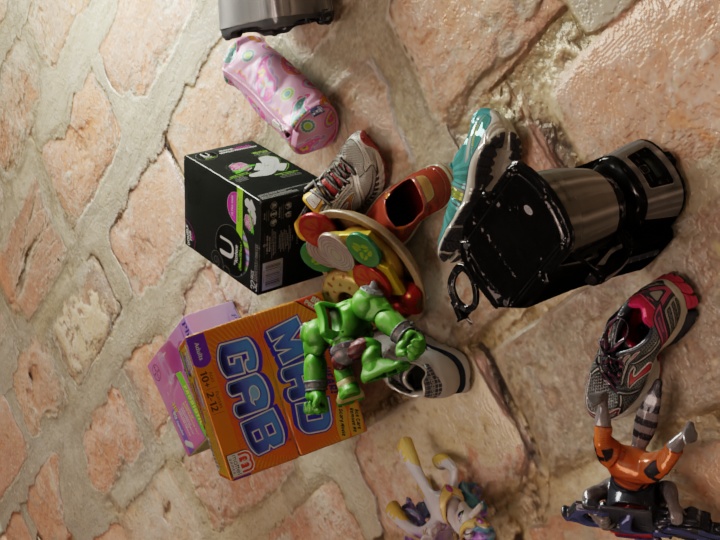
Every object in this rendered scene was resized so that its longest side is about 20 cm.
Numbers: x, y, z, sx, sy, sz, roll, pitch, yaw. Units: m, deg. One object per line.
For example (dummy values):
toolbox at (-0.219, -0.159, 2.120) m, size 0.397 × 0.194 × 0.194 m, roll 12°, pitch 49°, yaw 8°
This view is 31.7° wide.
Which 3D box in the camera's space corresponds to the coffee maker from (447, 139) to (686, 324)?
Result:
coffee maker at (0.208, -0.044, 1.298) m, size 0.191 × 0.198 × 0.136 m, roll -23°, pitch 83°, yaw 51°

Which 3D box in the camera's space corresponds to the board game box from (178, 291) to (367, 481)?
board game box at (-0.129, 0.164, 1.780) m, size 0.200 × 0.198 × 0.202 m, roll 148°, pitch 104°, yaw -78°

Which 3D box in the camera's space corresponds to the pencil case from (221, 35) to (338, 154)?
pencil case at (-0.113, -0.242, 1.746) m, size 0.200 × 0.087 × 0.088 m, roll 48°, pitch 137°, yaw 32°

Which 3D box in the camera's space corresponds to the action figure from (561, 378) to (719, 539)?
action figure at (0.322, 0.223, 1.359) m, size 0.197 × 0.105 × 0.195 m, roll 10°, pitch 131°, yaw 15°

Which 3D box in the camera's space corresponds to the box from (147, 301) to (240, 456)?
box at (-0.247, 0.181, 2.084) m, size 0.200 × 0.096 × 0.177 m, roll -45°, pitch 67°, yaw 50°

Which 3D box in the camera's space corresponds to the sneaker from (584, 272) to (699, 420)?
sneaker at (0.283, 0.085, 1.357) m, size 0.081 × 0.074 × 0.201 m, roll 47°, pitch 138°, yaw 31°

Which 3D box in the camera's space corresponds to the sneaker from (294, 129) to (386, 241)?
sneaker at (-0.028, -0.103, 1.689) m, size 0.078 × 0.081 × 0.201 m, roll 54°, pitch 139°, yaw 26°

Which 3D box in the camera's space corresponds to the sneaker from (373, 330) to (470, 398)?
sneaker at (0.055, 0.122, 1.672) m, size 0.199 × 0.080 × 0.077 m, roll 12°, pitch 115°, yaw 52°

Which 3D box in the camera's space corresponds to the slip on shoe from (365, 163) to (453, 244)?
slip on shoe at (0.049, -0.076, 1.616) m, size 0.200 × 0.061 × 0.075 m, roll -35°, pitch 78°, yaw 54°

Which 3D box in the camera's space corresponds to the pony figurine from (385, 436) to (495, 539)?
pony figurine at (0.102, 0.343, 1.659) m, size 0.200 × 0.165 × 0.195 m, roll 45°, pitch 130°, yaw 55°

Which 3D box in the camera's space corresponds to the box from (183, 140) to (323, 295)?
box at (-0.154, -0.080, 1.830) m, size 0.199 × 0.123 × 0.150 m, roll 32°, pitch 128°, yaw 43°

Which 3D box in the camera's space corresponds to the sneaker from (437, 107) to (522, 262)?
sneaker at (0.138, -0.098, 1.498) m, size 0.080 × 0.077 × 0.202 m, roll -118°, pitch 38°, yaw -48°

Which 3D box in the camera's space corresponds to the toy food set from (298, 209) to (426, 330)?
toy food set at (0.000, 0.000, 1.663) m, size 0.199 × 0.049 × 0.199 m, roll 1°, pitch 130°, yaw 50°

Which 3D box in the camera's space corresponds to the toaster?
toaster at (-0.114, -0.379, 1.668) m, size 0.199 × 0.113 × 0.131 m, roll 4°, pitch 104°, yaw 54°

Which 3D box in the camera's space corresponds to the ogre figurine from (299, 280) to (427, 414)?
ogre figurine at (-0.009, 0.095, 1.622) m, size 0.200 × 0.097 × 0.121 m, roll -43°, pitch 62°, yaw 50°
